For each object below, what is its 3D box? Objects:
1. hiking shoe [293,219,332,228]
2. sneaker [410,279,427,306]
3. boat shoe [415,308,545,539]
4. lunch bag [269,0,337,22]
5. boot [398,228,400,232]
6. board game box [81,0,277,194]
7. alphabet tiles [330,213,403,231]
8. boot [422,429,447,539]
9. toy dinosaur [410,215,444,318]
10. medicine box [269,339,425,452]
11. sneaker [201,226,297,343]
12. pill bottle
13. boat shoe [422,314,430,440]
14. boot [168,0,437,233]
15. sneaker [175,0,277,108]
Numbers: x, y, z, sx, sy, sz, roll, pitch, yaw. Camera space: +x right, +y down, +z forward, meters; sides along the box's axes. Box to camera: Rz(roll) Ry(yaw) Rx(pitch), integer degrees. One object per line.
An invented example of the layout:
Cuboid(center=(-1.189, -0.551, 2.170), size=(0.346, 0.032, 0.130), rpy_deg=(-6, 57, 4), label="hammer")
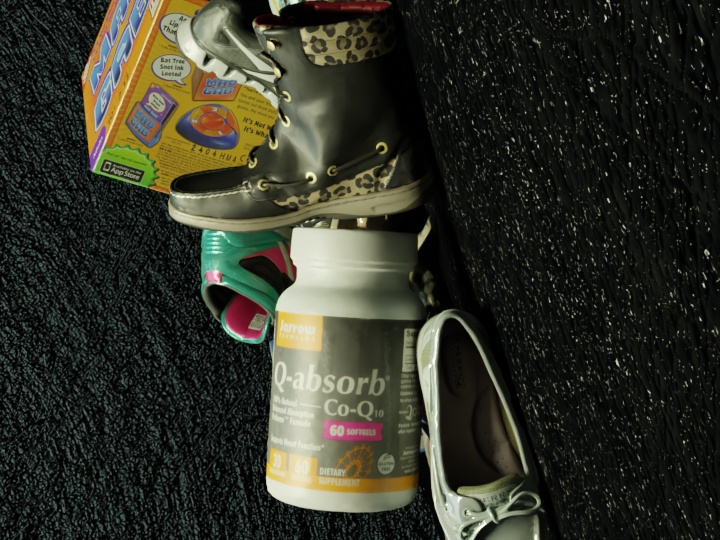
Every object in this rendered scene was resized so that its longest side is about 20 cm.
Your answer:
Cuboid(center=(-0.028, -0.042, 1.220), size=(0.076, 0.100, 0.201), rpy_deg=(-25, -56, -70), label="hiking shoe")
Cuboid(center=(0.038, 0.076, 1.288), size=(0.078, 0.091, 0.201), rpy_deg=(-121, 13, -76), label="sneaker")
Cuboid(center=(0.082, 0.126, 0.882), size=(0.065, 0.074, 0.203), rpy_deg=(63, -164, -84), label="boat shoe")
Cuboid(center=(-0.020, -0.170, 1.005), size=(0.160, 0.077, 0.201), rpy_deg=(-111, 4, -66), label="lunch bag")
Cuboid(center=(0.004, -0.031, 1.343), size=(0.200, 0.076, 0.156), rpy_deg=(61, -163, -73), label="boot")
Cuboid(center=(-0.145, -0.201, 1.268), size=(0.200, 0.199, 0.200), rpy_deg=(-61, 28, 27), label="board game box")
Cuboid(center=(0.000, 0.000, 1.135), size=(0.196, 0.015, 0.201), rpy_deg=(74, -149, -58), label="alphabet tiles")
Cuboid(center=(0.100, 0.197, 1.174), size=(0.147, 0.070, 0.200), rpy_deg=(-101, -2, -45), label="boot")
Cuboid(center=(0.050, 0.010, 1.131), size=(0.200, 0.047, 0.089), rpy_deg=(123, 136, -83), label="toy dinosaur")
Cuboid(center=(0.002, 0.136, 1.473), size=(0.200, 0.181, 0.103), rpy_deg=(-113, 6, -67), label="medicine box")
Cuboid(center=(-0.082, 0.017, 1.249), size=(0.200, 0.083, 0.121), rpy_deg=(27, -112, -42), label="sneaker")
Cuboid(center=(-0.009, 0.070, 0.951), size=(0.116, 0.116, 0.201), rpy_deg=(-162, 75, -87), label="pill bottle")
Cuboid(center=(0.054, 0.100, 1.054), size=(0.200, 0.074, 0.093), rpy_deg=(45, 157, 60), label="boat shoe")
Cuboid(center=(-0.052, -0.109, 0.913), size=(0.073, 0.199, 0.151), rpy_deg=(-72, -25, -59), label="boot")
Cuboid(center=(-0.056, -0.186, 1.120), size=(0.090, 0.199, 0.067), rpy_deg=(-42, 33, 43), label="sneaker")
